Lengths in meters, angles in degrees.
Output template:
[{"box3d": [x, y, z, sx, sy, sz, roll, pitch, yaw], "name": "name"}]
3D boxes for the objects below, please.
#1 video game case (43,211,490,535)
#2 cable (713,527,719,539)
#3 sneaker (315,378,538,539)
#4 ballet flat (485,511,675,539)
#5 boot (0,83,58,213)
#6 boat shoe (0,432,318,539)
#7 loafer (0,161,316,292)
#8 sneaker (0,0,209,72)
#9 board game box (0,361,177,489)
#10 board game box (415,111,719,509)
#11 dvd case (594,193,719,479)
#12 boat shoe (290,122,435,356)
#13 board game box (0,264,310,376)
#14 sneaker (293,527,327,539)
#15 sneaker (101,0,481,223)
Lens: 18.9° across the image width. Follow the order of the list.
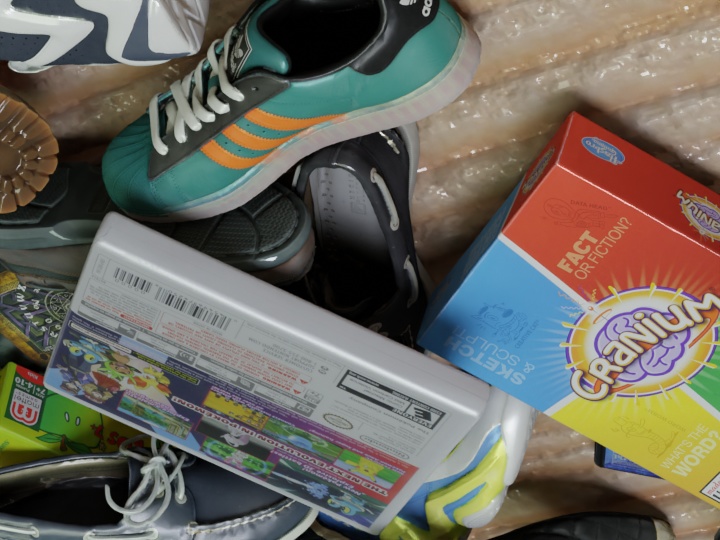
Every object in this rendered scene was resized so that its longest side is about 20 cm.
[{"box3d": [-0.053, 0.057, 1.081, 0.200, 0.023, 0.182, 24, 151, -5], "name": "video game case"}, {"box3d": [0.276, 0.112, 1.115, 0.097, 0.050, 0.200, 24, 141, -32], "name": "cable"}, {"box3d": [0.025, 0.103, 1.181, 0.105, 0.076, 0.200, 25, 136, -2], "name": "sneaker"}, {"box3d": [0.088, 0.169, 1.168, 0.200, 0.057, 0.066, -8, 156, -30], "name": "ballet flat"}, {"box3d": [-0.241, -0.106, 1.039, 0.107, 0.075, 0.200, 43, 180, 41], "name": "boot"}, {"box3d": [-0.123, 0.124, 1.173, 0.200, 0.075, 0.062, -5, 132, 4], "name": "boat shoe"}, {"box3d": [-0.105, -0.014, 1.091, 0.200, 0.072, 0.063, 8, 139, 29], "name": "loafer"}, {"box3d": [-0.168, -0.167, 0.994, 0.129, 0.080, 0.199, -14, 136, 20], "name": "sneaker"}, {"box3d": [-0.144, 0.134, 1.264, 0.200, 0.048, 0.102, 27, 137, -23], "name": "board game box"}, {"box3d": [0.149, 0.028, 1.060, 0.200, 0.040, 0.153, 28, 135, -7], "name": "board game box"}, {"box3d": [0.194, 0.042, 1.099, 0.143, 0.018, 0.200, 10, 135, 12], "name": "dvd case"}, {"box3d": [0.000, 0.000, 1.102, 0.074, 0.060, 0.200, 13, 135, 12], "name": "boat shoe"}, {"box3d": [-0.129, 0.011, 1.184, 0.200, 0.028, 0.135, -8, 128, 27], "name": "board game box"}, {"box3d": [0.006, 0.222, 1.218, 0.199, 0.076, 0.114, 52, 169, -20], "name": "sneaker"}, {"box3d": [-0.048, -0.089, 1.010, 0.200, 0.071, 0.080, -24, 142, 21], "name": "sneaker"}]
